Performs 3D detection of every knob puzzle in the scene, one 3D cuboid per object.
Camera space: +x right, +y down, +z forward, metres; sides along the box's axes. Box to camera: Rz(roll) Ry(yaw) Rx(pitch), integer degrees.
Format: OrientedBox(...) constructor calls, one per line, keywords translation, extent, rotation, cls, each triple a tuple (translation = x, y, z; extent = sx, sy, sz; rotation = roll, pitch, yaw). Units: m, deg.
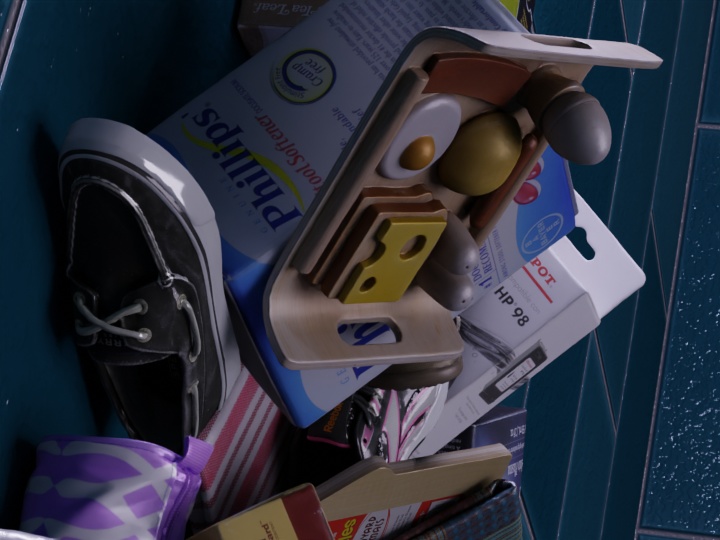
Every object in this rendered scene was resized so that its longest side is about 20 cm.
OrientedBox(translation=(-0.026, 0.174, 1.351), extent=(0.031, 0.219, 0.220), rotation=(52, -13, 35), cls="knob puzzle")

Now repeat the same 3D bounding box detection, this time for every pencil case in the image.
OrientedBox(translation=(-0.123, 0.174, 1.063), extent=(0.084, 0.085, 0.202), rotation=(25, 67, -52), cls="pencil case")

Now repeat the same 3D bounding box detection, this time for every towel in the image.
OrientedBox(translation=(-0.068, 0.128, 1.387), extent=(0.147, 0.030, 0.201), rotation=(-65, 156, -47), cls="towel")
OrientedBox(translation=(0.037, 0.213, 1.407), extent=(0.022, 0.146, 0.201), rotation=(52, -18, 36), cls="towel")

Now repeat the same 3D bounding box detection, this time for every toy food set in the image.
OrientedBox(translation=(0.051, -0.033, 1.148), extent=(0.143, 0.060, 0.201), rotation=(-2, 132, -48), cls="toy food set")

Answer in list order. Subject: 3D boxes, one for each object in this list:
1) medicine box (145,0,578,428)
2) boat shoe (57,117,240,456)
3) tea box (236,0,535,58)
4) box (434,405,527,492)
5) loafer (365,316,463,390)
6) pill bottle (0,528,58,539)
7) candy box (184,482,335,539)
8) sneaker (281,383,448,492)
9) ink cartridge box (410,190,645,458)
OrientedBox(translation=(0.001, -0.043, 1.244), extent=(0.199, 0.103, 0.183), rotation=(-37, 151, -9), cls="medicine box")
OrientedBox(translation=(-0.102, 0.015, 1.113), extent=(0.201, 0.070, 0.064), rotation=(74, 32, -45), cls="boat shoe")
OrientedBox(translation=(0.026, -0.178, 1.428), extent=(0.200, 0.132, 0.198), rotation=(65, 32, -62), cls="tea box")
OrientedBox(translation=(0.036, 0.192, 1.629), extent=(0.200, 0.122, 0.200), rotation=(-1, 98, -75), cls="box")
OrientedBox(translation=(0.000, 0.000, 1.372), extent=(0.200, 0.075, 0.068), rotation=(-131, -146, -50), cls="loafer")
OrientedBox(translation=(-0.156, 0.202, 0.891), extent=(0.112, 0.111, 0.202), rotation=(53, 44, -69), cls="pill bottle")
OrientedBox(translation=(-0.051, 0.179, 1.143), extent=(0.117, 0.056, 0.200), rotation=(67, -23, 5), cls="candy box")
OrientedBox(translation=(0.000, 0.091, 1.411), extent=(0.086, 0.080, 0.202), rotation=(43, 56, -67), cls="sneaker")
OrientedBox(translation=(0.071, 0.018, 1.503), extent=(0.200, 0.116, 0.067), rotation=(-38, 157, -1), cls="ink cartridge box")
